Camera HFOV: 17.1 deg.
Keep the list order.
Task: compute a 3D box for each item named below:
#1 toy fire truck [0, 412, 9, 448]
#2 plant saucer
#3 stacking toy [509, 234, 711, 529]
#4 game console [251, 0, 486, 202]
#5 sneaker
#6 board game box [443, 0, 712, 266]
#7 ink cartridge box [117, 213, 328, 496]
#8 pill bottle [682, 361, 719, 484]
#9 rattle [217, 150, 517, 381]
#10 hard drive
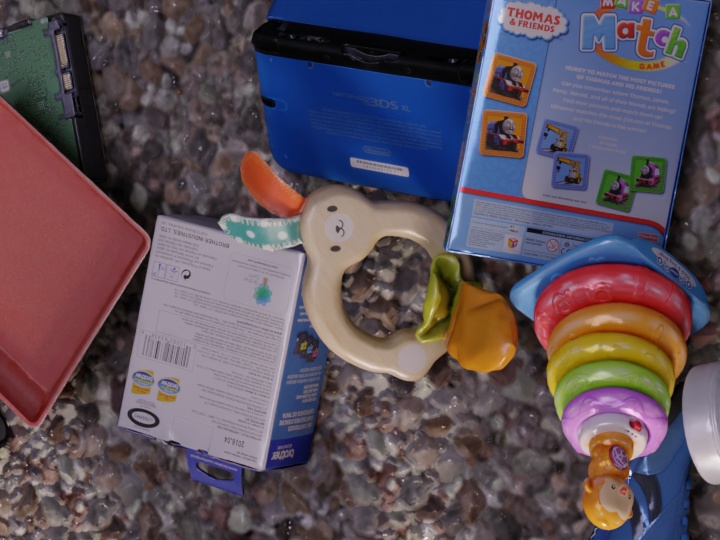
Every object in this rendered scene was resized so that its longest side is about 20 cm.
[{"bbox_3d":[-0.407,0.108,1.889,0.129,0.200,0.176,-35,75,24],"label":"toy fire truck"},{"bbox_3d":[-0.266,-0.015,1.866,0.200,0.037,0.200,42,117,16],"label":"plant saucer"},{"bbox_3d":[0.165,0.085,1.577,0.110,0.116,0.200,-30,37,35],"label":"stacking toy"},{"bbox_3d":[0.035,-0.158,1.751,0.200,0.118,0.171,12,127,28],"label":"game console"},{"bbox_3d":[0.203,0.175,1.645,0.078,0.066,0.200,25,102,10],"label":"sneaker"},{"bbox_3d":[0.148,-0.100,1.641,0.151,0.037,0.200,10,97,-4],"label":"board game box"},{"bbox_3d":[-0.100,0.068,1.793,0.136,0.076,0.200,15,96,28],"label":"ink cartridge box"},{"bbox_3d":[0.317,0.087,1.549,0.200,0.112,0.112,-11,86,28],"label":"pill bottle"},{"bbox_3d":[0.000,0.000,1.663,0.130,0.143,0.200,-42,108,15],"label":"rattle"},{"bbox_3d":[-0.302,-0.116,1.921,0.200,0.038,0.140,-14,84,28],"label":"hard drive"}]
